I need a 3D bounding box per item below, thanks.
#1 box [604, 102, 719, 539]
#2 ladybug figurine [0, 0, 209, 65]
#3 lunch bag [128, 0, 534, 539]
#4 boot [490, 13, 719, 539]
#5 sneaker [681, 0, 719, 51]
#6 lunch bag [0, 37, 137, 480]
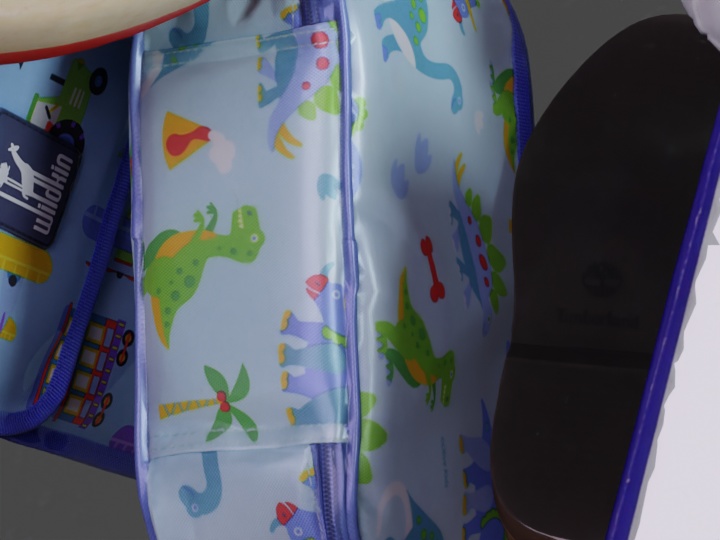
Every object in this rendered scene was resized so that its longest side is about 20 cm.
[{"bbox_3d":[0.135,0.052,0.801,0.104,0.200,0.185,13,84,13],"label":"box"},{"bbox_3d":[-0.080,-0.116,0.813,0.199,0.072,0.136,-24,66,-22],"label":"ladybug figurine"},{"bbox_3d":[0.000,0.000,0.894,0.082,0.161,0.201,-6,80,24],"label":"lunch bag"},{"bbox_3d":[0.079,0.012,0.905,0.073,0.076,0.201,10,58,13],"label":"boot"},{"bbox_3d":[0.184,-0.098,0.829,0.199,0.100,0.078,-5,54,-16],"label":"sneaker"},{"bbox_3d":[-0.109,-0.028,0.920,0.094,0.200,0.151,17,86,24],"label":"lunch bag"}]
